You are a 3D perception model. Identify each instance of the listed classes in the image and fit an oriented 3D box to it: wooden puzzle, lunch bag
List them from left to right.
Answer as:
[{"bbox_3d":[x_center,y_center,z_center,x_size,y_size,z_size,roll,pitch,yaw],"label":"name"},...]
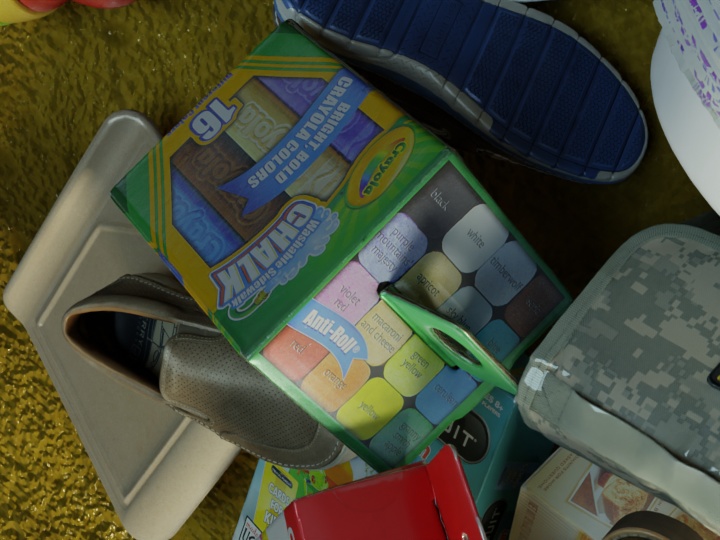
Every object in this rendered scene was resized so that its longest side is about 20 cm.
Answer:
[{"bbox_3d":[-0.127,0.034,0.952,0.200,0.037,0.185,54,127,23],"label":"wooden puzzle"},{"bbox_3d":[0.180,0.056,0.672,0.164,0.200,0.118,32,118,26],"label":"lunch bag"}]

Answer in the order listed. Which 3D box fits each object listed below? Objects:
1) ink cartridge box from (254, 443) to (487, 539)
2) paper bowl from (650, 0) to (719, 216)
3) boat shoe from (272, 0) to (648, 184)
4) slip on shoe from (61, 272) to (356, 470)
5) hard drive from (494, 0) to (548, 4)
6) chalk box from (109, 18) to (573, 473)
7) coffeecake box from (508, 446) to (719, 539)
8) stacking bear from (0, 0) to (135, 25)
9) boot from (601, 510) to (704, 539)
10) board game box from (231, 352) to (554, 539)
[{"bbox_3d":[0.002,0.161,0.710,0.200,0.067,0.117,124,130,-64],"label":"ink cartridge box"},{"bbox_3d":[0.197,-0.070,0.631,0.104,0.200,0.201,-45,75,36],"label":"paper bowl"},{"bbox_3d":[0.049,-0.099,0.800,0.200,0.072,0.072,30,161,1],"label":"boat shoe"},{"bbox_3d":[-0.080,0.052,0.845,0.200,0.060,0.076,28,113,37],"label":"slip on shoe"},{"bbox_3d":[0.070,-0.202,0.792,0.199,0.038,0.140,2,102,35],"label":"hard drive"},{"bbox_3d":[0.000,0.000,0.717,0.124,0.124,0.200,-44,42,0],"label":"chalk box"},{"bbox_3d":[0.165,0.179,0.751,0.200,0.073,0.154,37,148,23],"label":"coffeecake box"},{"bbox_3d":[-0.208,-0.201,0.948,0.199,0.121,0.114,9,104,26],"label":"stacking bear"},{"bbox_3d":[0.087,0.196,0.669,0.073,0.075,0.201,26,124,22],"label":"boot"},{"bbox_3d":[0.013,0.111,0.832,0.151,0.047,0.201,38,119,40],"label":"board game box"}]
